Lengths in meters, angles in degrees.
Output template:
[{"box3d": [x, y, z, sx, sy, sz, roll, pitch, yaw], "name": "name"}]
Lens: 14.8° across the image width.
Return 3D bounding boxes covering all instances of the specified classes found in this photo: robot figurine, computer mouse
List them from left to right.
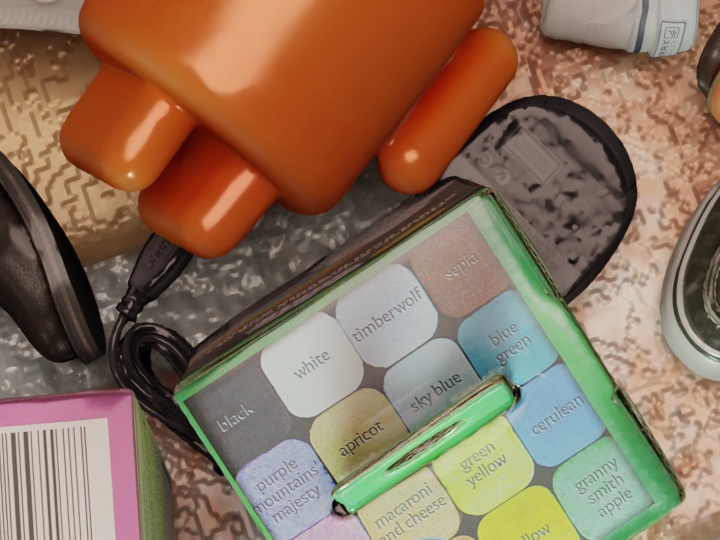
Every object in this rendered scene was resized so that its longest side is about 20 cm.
[{"box3d": [-0.019, -0.100, 0.970, 0.143, 0.117, 0.200, 36, 85, 14], "name": "robot figurine"}, {"box3d": [0.000, 0.000, 1.043, 0.140, 0.046, 0.200, 39, 91, -1], "name": "computer mouse"}]

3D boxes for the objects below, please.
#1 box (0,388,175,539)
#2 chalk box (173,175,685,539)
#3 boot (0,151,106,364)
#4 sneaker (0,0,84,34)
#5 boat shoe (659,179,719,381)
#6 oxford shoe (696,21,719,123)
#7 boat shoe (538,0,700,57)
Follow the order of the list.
[{"box3d": [-0.152, 0.109, 0.939, 0.174, 0.200, 0.097, -5, 77, -1], "name": "box"}, {"box3d": [0.021, 0.053, 0.921, 0.124, 0.200, 0.124, -32, 94, 1], "name": "chalk box"}, {"box3d": [-0.209, 0.000, 1.037, 0.174, 0.069, 0.200, -39, 74, -5], "name": "boot"}, {"box3d": [-0.159, -0.163, 1.041, 0.198, 0.081, 0.147, 7, 44, -15], "name": "sneaker"}, {"box3d": [0.188, -0.043, 1.044, 0.071, 0.064, 0.200, 42, 81, 7], "name": "boat shoe"}, {"box3d": [0.183, -0.139, 1.072, 0.073, 0.071, 0.200, 34, 73, 24], "name": "oxford shoe"}, {"box3d": [0.098, -0.184, 1.068, 0.066, 0.074, 0.202, 2, 79, -3], "name": "boat shoe"}]
